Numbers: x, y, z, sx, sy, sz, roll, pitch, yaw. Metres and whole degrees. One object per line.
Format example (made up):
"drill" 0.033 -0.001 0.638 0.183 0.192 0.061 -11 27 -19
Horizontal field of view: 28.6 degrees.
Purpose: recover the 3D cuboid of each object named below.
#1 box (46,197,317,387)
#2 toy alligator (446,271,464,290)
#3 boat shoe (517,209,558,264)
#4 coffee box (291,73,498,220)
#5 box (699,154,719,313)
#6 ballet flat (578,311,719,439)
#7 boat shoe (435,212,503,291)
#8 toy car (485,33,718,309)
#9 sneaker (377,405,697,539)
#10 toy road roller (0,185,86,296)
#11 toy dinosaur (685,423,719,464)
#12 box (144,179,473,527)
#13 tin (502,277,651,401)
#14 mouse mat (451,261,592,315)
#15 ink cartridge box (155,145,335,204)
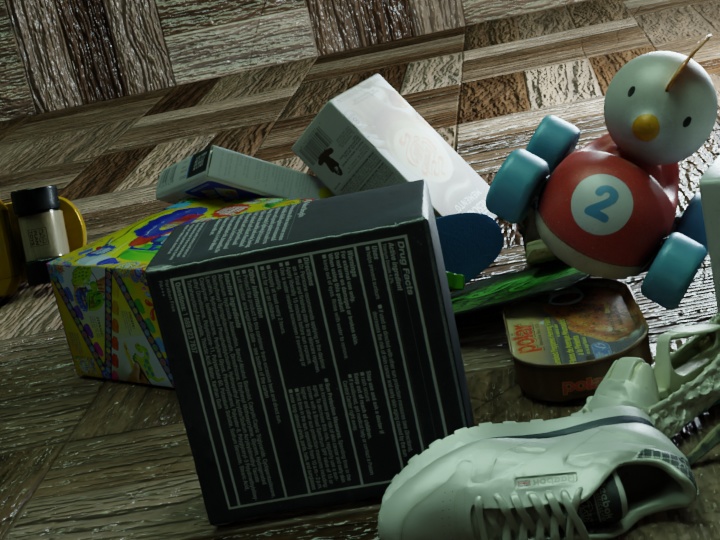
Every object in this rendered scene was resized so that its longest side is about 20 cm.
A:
"box" -0.160 0.017 1.387 0.192 0.123 0.200 3 23 40
"toy alligator" 0.000 0.000 1.276 0.199 0.060 0.054 5 -13 -7
"boat shoe" 0.184 -0.047 1.364 0.072 0.072 0.200 -14 0 13
"coffee box" 0.042 -0.095 1.454 0.080 0.200 0.114 -47 -5 36
"box" 0.406 -0.050 1.167 0.198 0.131 0.200 -3 19 29
"ballet flat" 0.210 0.081 1.005 0.199 0.072 0.072 -25 20 -32
"boat shoe" 0.040 -0.001 1.349 0.199 0.085 0.069 -23 0 -15
"toy car" 0.236 -0.109 1.185 0.184 0.201 0.177 29 34 12
"sneaker" 0.109 0.141 0.884 0.199 0.077 0.081 -17 27 -8
"toy road roller" -0.444 -0.033 1.774 0.199 0.124 0.146 -11 3 0
"toy dinosaur" 0.315 0.091 0.934 0.199 0.048 0.088 -8 24 26
"box" -0.028 0.058 1.024 0.197 0.201 0.123 -10 16 7
"tin" 0.176 0.055 1.163 0.111 0.042 0.200 -7 17 5
"mouse mat" 0.139 0.014 1.282 0.199 0.008 0.161 -14 7 38
"ink cartridge box" -0.100 -0.077 1.527 0.199 0.047 0.197 15 -11 -22
